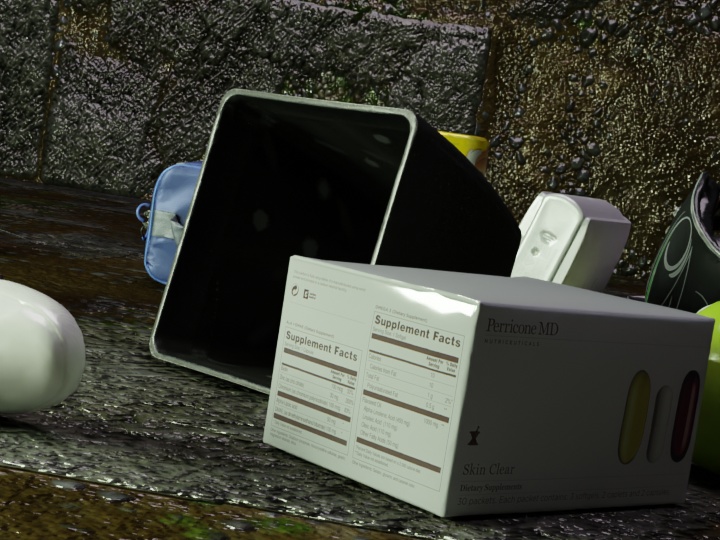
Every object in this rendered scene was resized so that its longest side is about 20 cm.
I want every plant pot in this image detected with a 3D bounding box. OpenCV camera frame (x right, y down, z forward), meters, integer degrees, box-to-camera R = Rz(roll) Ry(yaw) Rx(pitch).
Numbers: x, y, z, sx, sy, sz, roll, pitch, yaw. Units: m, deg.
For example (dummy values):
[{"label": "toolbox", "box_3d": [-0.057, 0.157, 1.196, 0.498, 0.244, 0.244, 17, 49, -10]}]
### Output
[{"label": "plant pot", "box_3d": [0.000, 0.000, 1.095, 0.177, 0.201, 0.199, 19, -5, -44]}]

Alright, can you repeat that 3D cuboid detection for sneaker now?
[{"label": "sneaker", "box_3d": [-0.244, 0.047, 0.813, 0.198, 0.076, 0.088, 4, 15, 23]}]

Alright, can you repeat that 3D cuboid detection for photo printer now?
[{"label": "photo printer", "box_3d": [0.197, 0.004, 1.535, 0.069, 0.167, 0.200, 31, 11, 20]}]

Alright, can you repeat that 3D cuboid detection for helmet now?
[{"label": "helmet", "box_3d": [0.316, 0.033, 1.221, 0.198, 0.192, 0.201, 2, 40, -2]}]

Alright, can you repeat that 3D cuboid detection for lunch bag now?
[{"label": "lunch bag", "box_3d": [-0.139, -0.044, 1.631, 0.198, 0.137, 0.132, 8, 4, 1]}]

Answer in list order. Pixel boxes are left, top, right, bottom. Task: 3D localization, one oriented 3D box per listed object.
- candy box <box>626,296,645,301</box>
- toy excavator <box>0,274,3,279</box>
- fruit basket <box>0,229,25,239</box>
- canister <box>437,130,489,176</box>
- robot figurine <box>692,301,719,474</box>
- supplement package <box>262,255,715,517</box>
[{"label": "candy box", "box_3d": [0.382, 0.067, 1.508, 0.166, 0.072, 0.200, 0, 3, -24]}, {"label": "toy excavator", "box_3d": [-0.407, -0.027, 1.262, 0.198, 0.101, 0.194, -3, 7, -24]}, {"label": "fruit basket", "box_3d": [-0.498, -0.064, 1.681, 0.184, 0.094, 0.200, 12, -10, 36]}, {"label": "canister", "box_3d": [0.072, -0.034, 1.510, 0.086, 0.202, 0.149, 8, 4, -2]}, {"label": "robot figurine", "box_3d": [0.284, 0.081, 0.995, 0.198, 0.117, 0.175, 8, 7, -10]}, {"label": "supplement package", "box_3d": [0.074, 0.062, 0.870, 0.199, 0.112, 0.155, 4, 6, -41]}]
